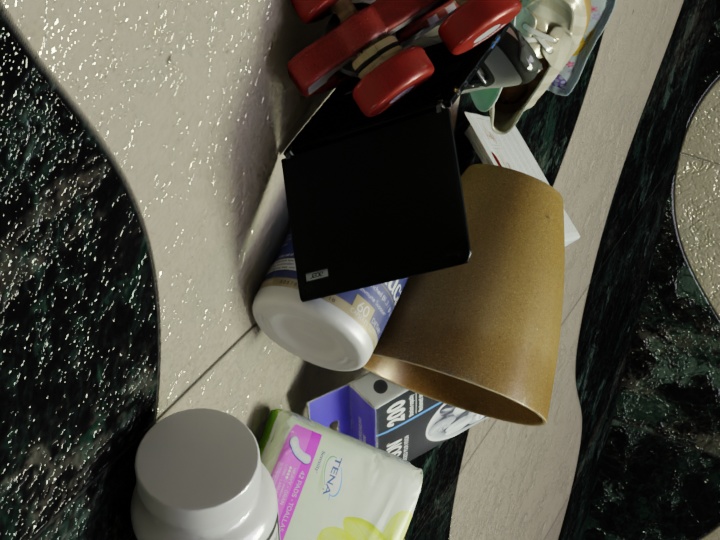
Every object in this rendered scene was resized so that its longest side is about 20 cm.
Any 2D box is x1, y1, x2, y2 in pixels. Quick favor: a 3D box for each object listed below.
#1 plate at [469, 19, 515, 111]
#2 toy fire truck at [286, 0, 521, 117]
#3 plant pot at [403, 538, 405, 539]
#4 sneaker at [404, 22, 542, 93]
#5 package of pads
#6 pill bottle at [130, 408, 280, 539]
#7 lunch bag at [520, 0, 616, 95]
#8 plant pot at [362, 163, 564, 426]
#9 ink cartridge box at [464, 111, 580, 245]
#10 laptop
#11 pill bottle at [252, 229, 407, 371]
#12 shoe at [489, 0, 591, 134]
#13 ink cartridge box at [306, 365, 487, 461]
[{"bbox_3d":[0.116,-0.254,1.653,0.200,0.025,0.202,-178,-90,-81],"label":"plate"},{"bbox_3d":[0.033,-0.199,1.361,0.199,0.113,0.168,-35,177,-1],"label":"toy fire truck"},{"bbox_3d":[-0.018,0.315,1.712,0.200,0.198,0.136,37,37,-72],"label":"plant pot"},{"bbox_3d":[0.076,-0.173,1.465,0.080,0.199,0.074,-54,124,-21],"label":"sneaker"},{"bbox_3d":[-0.042,0.246,1.563,0.202,0.153,0.068,-69,-161,-8],"label":"package of pads"},{"bbox_3d":[-0.119,0.205,1.344,0.201,0.115,0.116,89,26,-47],"label":"pill bottle"},{"bbox_3d":[0.193,-0.306,1.689,0.200,0.126,0.171,118,-14,-54],"label":"lunch bag"},{"bbox_3d":[0.109,0.015,1.543,0.186,0.185,0.202,54,54,-70],"label":"plant pot"},{"bbox_3d":[0.162,-0.092,1.873,0.057,0.163,0.200,-32,172,22],"label":"ink cartridge box"},{"bbox_3d":[0.035,-0.089,1.381,0.104,0.176,0.200,58,42,-22],"label":"laptop"},{"bbox_3d":[-0.004,-0.025,1.475,0.111,0.110,0.201,78,35,-60],"label":"pill bottle"},{"bbox_3d":[0.166,-0.203,1.639,0.200,0.069,0.054,115,-3,-55],"label":"shoe"},{"bbox_3d":[0.043,0.138,1.706,0.199,0.044,0.199,-27,155,-12],"label":"ink cartridge box"}]
